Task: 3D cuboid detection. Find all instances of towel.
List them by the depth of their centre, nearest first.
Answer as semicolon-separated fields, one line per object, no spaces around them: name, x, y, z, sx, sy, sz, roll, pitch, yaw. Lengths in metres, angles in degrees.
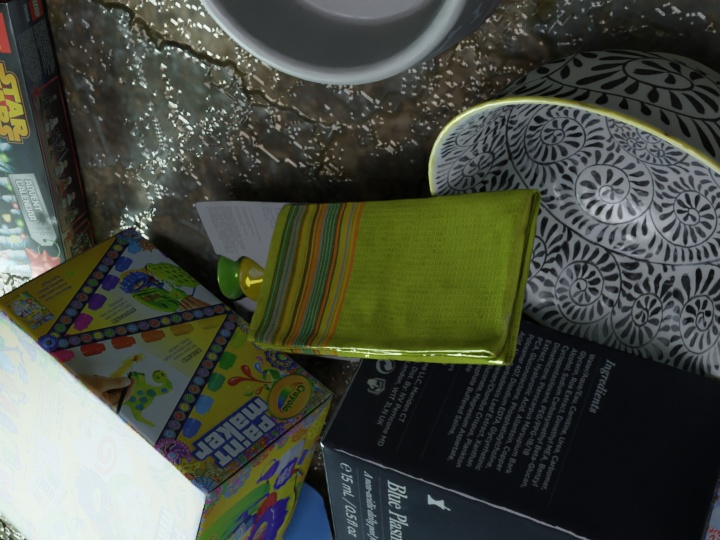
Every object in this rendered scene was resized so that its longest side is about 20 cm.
towel;0.010;0.003;0.634;0.018;0.088;0.198;17;168;-39

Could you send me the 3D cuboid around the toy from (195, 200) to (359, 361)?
toy;0.000;0.000;0.747;0.197;0.047;0.117;2;125;31

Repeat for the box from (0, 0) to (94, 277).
box;-0.261;-0.094;0.815;0.135;0.040;0.203;7;123;20

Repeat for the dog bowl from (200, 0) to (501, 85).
dog bowl;-0.013;-0.189;0.623;0.197;0.059;0.203;12;126;18

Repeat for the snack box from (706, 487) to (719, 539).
snack box;0.222;0.149;0.751;0.199;0.024;0.072;38;130;-1

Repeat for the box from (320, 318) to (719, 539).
box;0.092;0.134;0.688;0.197;0.118;0.198;16;144;17

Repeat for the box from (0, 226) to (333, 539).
box;-0.145;0.120;0.813;0.192;0.122;0.202;37;134;20

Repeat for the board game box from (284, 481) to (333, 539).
board game box;-0.062;0.249;0.908;0.157;0.039;0.203;-26;71;31

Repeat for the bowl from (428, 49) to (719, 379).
bowl;0.142;-0.044;0.603;0.199;0.095;0.202;27;154;14
